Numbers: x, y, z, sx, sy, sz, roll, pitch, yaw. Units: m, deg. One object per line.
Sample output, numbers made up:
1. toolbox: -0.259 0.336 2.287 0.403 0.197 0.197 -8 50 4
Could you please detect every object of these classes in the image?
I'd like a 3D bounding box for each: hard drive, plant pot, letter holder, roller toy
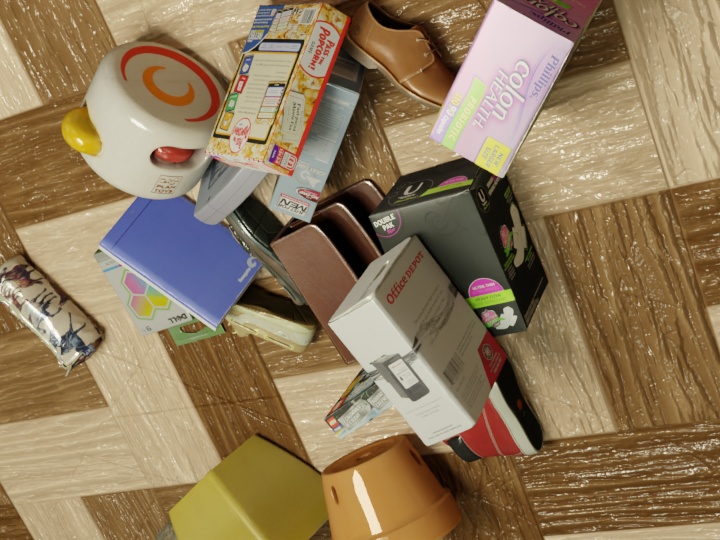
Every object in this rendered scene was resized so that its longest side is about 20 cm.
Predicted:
1. hard drive: -0.247 -0.025 1.651 0.199 0.132 0.025 35 154 1
2. plant pot: 0.030 0.332 1.713 0.199 0.200 0.141 -23 91 32
3. letter holder: 0.000 0.000 1.576 0.141 0.101 0.201 -23 107 30
4. plant pot: -0.176 0.381 1.828 0.177 0.200 0.200 48 126 6
5. roller toy: -0.273 -0.189 1.527 0.182 0.201 0.140 33 127 -5

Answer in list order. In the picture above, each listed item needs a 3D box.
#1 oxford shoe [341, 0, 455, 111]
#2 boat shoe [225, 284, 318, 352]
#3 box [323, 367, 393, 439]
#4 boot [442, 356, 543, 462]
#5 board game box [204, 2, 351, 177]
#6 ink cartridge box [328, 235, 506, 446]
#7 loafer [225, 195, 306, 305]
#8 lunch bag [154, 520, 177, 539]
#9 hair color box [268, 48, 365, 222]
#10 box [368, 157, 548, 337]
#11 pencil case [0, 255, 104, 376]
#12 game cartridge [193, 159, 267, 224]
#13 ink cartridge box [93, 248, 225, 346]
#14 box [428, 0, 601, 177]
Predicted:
1. oxford shoe: 0.071 -0.253 1.417 0.199 0.071 0.072 34 121 3
2. boat shoe: -0.160 0.065 1.698 0.198 0.074 0.067 22 120 10
3. box: 0.044 0.131 1.570 0.040 0.200 0.137 48 125 -5
4. boot: 0.153 0.183 1.637 0.143 0.073 0.201 -13 116 31
5. board game box: -0.103 -0.220 1.413 0.046 0.202 0.151 23 176 -36
6. ink cartridge box: 0.072 0.082 1.412 0.083 0.145 0.201 -29 105 37
7. loafer: -0.133 -0.028 1.633 0.200 0.072 0.063 44 124 -8
8. lunch bag: -0.276 0.504 1.948 0.198 0.164 0.119 11 121 18
9. hair color box: -0.055 -0.173 1.492 0.060 0.099 0.201 19 126 -6
10. box: 0.127 -0.025 1.489 0.147 0.124 0.201 -13 112 29
11. pencil case: -0.496 0.067 1.835 0.200 0.090 0.078 44 126 -5
12. game cartridge: -0.148 -0.152 1.530 0.041 0.134 0.200 26 131 -27
13. ink cartridge box: -0.297 0.034 1.747 0.103 0.059 0.201 -17 110 30
14. box: 0.177 -0.233 1.301 0.096 0.200 0.177 29 127 4
